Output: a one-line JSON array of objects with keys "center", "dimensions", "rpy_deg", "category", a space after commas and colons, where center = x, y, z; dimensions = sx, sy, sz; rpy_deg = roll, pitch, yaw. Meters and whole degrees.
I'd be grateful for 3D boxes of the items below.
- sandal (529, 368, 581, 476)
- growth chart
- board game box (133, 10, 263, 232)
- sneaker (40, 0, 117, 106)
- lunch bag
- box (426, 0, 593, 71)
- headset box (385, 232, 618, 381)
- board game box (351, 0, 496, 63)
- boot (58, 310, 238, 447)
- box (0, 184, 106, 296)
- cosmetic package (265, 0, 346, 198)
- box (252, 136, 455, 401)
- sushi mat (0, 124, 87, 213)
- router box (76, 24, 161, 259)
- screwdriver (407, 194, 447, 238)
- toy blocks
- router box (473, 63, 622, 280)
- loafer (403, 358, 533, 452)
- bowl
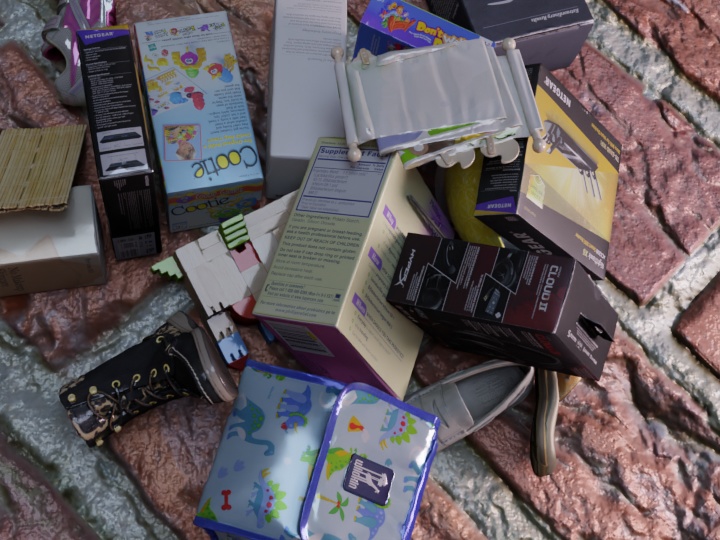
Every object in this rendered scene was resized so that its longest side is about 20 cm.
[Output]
[{"center": [0.209, 0.114, 1.196], "dimensions": [0.053, 0.080, 0.203], "rpy_deg": [4, 75, 6], "category": "sandal"}, {"center": [0.073, -0.159, 1.097], "dimensions": [0.197, 0.018, 0.147], "rpy_deg": [-4, 68, 1], "category": "growth chart"}, {"center": [-0.175, -0.159, 1.236], "dimensions": [0.104, 0.103, 0.202], "rpy_deg": [-10, 71, -11], "category": "board game box"}, {"center": [-0.312, -0.270, 1.271], "dimensions": [0.087, 0.081, 0.202], "rpy_deg": [-8, 70, -12], "category": "sneaker"}, {"center": [-0.037, 0.196, 1.093], "dimensions": [0.198, 0.128, 0.172], "rpy_deg": [14, 68, 11], "category": "lunch bag"}, {"center": [0.161, -0.331, 1.346], "dimensions": [0.146, 0.104, 0.202], "rpy_deg": [-14, 72, -13], "category": "box"}, {"center": [0.148, 0.037, 1.112], "dimensions": [0.198, 0.149, 0.078], "rpy_deg": [12, 75, 32], "category": "headset box"}, {"center": [0.056, -0.201, 1.231], "dimensions": [0.133, 0.200, 0.045], "rpy_deg": [25, 68, 2], "category": "board game box"}, {"center": [-0.205, 0.112, 1.095], "dimensions": [0.150, 0.200, 0.074], "rpy_deg": [-31, 112, -12], "category": "boot"}, {"center": [-0.363, -0.024, 1.166], "dimensions": [0.197, 0.095, 0.079], "rpy_deg": [-8, 71, -9], "category": "box"}, {"center": [-0.061, -0.189, 1.261], "dimensions": [0.084, 0.108, 0.203], "rpy_deg": [2, 71, -8], "category": "cosmetic package"}, {"center": [0.000, 0.000, 1.149], "dimensions": [0.096, 0.176, 0.202], "rpy_deg": [7, 65, 29], "category": "box"}, {"center": [-0.336, -0.105, 1.175], "dimensions": [0.094, 0.012, 0.201], "rpy_deg": [-3, 30, -5], "category": "sushi mat"}, {"center": [-0.240, -0.122, 1.153], "dimensions": [0.052, 0.200, 0.159], "rpy_deg": [-10, 71, -11], "category": "router box"}, {"center": [0.092, -0.028, 1.190], "dimensions": [0.028, 0.200, 0.029], "rpy_deg": [-32, 44, 11], "category": "screwdriver"}, {"center": [-0.098, 0.012, 1.198], "dimensions": [0.199, 0.100, 0.138], "rpy_deg": [-28, 87, -16], "category": "toy blocks"}, {"center": [0.197, -0.095, 1.178], "dimensions": [0.052, 0.199, 0.159], "rpy_deg": [-1, 71, 38], "category": "router box"}, {"center": [0.089, 0.141, 1.176], "dimensions": [0.198, 0.070, 0.070], "rpy_deg": [-27, 75, -16], "category": "loafer"}, {"center": [0.144, -0.092, 1.239], "dimensions": [0.107, 0.200, 0.202], "rpy_deg": [-1, 62, 37], "category": "bowl"}]
